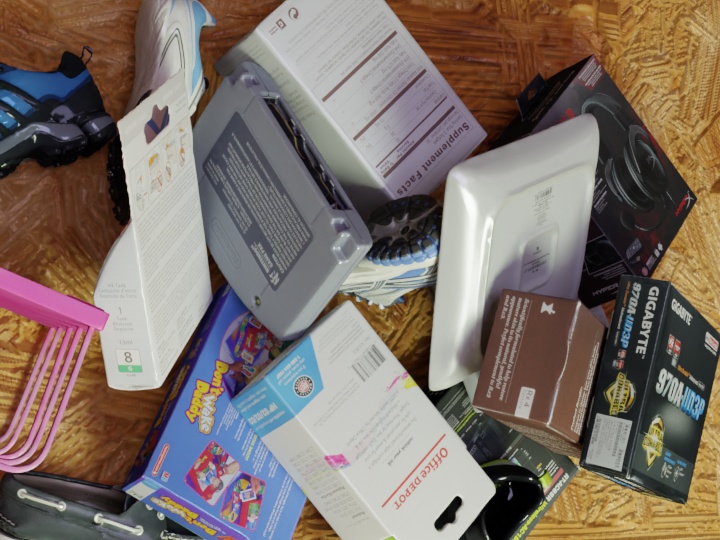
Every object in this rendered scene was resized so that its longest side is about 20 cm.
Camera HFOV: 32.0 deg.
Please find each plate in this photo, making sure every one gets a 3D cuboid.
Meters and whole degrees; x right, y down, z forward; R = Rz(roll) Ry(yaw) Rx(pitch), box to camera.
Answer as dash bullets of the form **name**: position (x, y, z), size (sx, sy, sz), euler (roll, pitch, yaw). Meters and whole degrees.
- **plate**: position (0.136, -0.013, 1.045), size (0.198, 0.032, 0.203), euler (-23, 127, -41)

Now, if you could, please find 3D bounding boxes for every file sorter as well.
- **file sorter**: position (-0.285, 0.063, 0.905), size (0.138, 0.200, 0.127), euler (24, 79, -19)

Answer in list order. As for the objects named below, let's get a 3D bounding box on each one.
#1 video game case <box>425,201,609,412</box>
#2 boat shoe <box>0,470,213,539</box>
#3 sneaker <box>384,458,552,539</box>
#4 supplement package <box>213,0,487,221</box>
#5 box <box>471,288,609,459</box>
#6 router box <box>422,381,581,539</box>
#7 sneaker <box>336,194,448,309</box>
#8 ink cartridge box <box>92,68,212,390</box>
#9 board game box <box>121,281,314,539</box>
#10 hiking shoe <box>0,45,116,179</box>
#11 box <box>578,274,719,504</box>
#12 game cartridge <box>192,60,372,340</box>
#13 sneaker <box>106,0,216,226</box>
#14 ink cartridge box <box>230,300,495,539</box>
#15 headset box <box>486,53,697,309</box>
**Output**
- **video game case**: position (0.140, 0.013, 1.151), size (0.198, 0.022, 0.184), euler (-18, 85, -41)
- **boat shoe**: position (-0.190, 0.197, 0.996), size (0.197, 0.075, 0.061), euler (8, 99, -24)
- **sneaker**: position (0.073, 0.214, 1.041), size (0.199, 0.083, 0.072), euler (-32, 97, -23)
- **supplement package**: position (-0.010, -0.148, 1.091), size (0.117, 0.117, 0.201), euler (-45, 103, -23)
- **box**: position (0.170, 0.095, 1.046), size (0.200, 0.074, 0.102), euler (36, 68, -58)
- **router box**: position (0.082, 0.195, 1.127), size (0.200, 0.062, 0.150), euler (-45, 102, -21)
- **sneaker**: position (0.000, 0.000, 1.055), size (0.085, 0.198, 0.078), euler (46, 49, -43)
- **ink cartridge box**: position (-0.163, -0.035, 0.958), size (0.049, 0.161, 0.203), euler (-3, 112, 10)
- **board game box**: position (-0.092, 0.122, 1.032), size (0.134, 0.045, 0.202), euler (35, 53, -17)
- **hiking shoe**: position (-0.296, -0.117, 0.994), size (0.198, 0.074, 0.088), euler (-17, 84, -34)
- **box**: position (0.252, 0.107, 1.072), size (0.200, 0.045, 0.161), euler (31, 72, -58)
- **game cartridge**: position (-0.077, -0.051, 1.017), size (0.041, 0.133, 0.201), euler (-1, 51, -48)
- **sneaker**: position (-0.164, -0.133, 1.049), size (0.072, 0.072, 0.203), euler (15, 82, -32)
- **ink cartridge box**: position (0.005, 0.141, 1.016), size (0.201, 0.068, 0.115), euler (51, 51, -2)
- **headset box**: position (0.212, -0.092, 1.186), size (0.201, 0.077, 0.149), euler (52, 50, -12)
